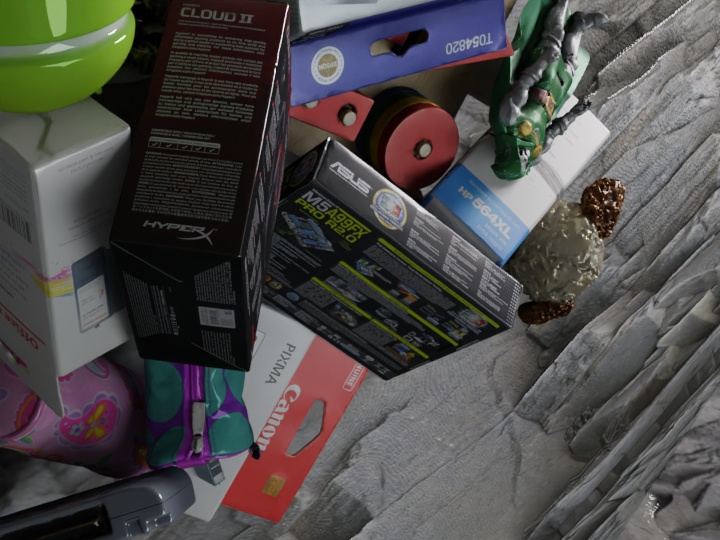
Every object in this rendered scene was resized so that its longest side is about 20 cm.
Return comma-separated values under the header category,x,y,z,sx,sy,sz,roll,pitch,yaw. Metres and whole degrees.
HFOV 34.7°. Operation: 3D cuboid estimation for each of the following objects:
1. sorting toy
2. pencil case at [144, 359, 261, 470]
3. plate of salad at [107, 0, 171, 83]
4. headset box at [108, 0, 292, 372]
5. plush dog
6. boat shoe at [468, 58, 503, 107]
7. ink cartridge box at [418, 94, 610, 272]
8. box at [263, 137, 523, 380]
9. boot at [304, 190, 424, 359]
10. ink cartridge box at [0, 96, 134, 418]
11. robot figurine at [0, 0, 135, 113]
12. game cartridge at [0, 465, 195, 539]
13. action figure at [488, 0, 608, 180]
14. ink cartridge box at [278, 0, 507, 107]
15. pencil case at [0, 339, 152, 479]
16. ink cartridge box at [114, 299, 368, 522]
category,x,y,z,sx,sy,sz,roll,pitch,yaw
sorting toy,0.023,-0.162,0.870,0.198,0.070,0.201,18,106,-39
pencil case,-0.122,0.043,0.845,0.085,0.092,0.201,-4,98,-10
plate of salad,-0.121,-0.202,0.702,0.200,0.048,0.201,-38,147,-30
headset box,-0.089,-0.061,0.710,0.149,0.075,0.201,96,1,-61
plush dog,0.175,-0.042,1.183,0.160,0.172,0.201,-5,125,-54
boat shoe,0.064,-0.206,0.961,0.073,0.063,0.200,-49,133,7
ink cartridge box,0.108,-0.058,0.991,0.200,0.084,0.146,-45,178,-36
box,0.000,0.000,0.896,0.160,0.200,0.044,-30,-147,47
boot,-0.026,-0.032,1.022,0.200,0.072,0.167,-44,140,-20
ink cartridge box,-0.195,-0.019,0.708,0.067,0.117,0.201,-30,143,-35
robot figurine,-0.173,-0.168,0.576,0.175,0.116,0.201,-21,131,-30
game cartridge,-0.223,0.186,0.826,0.199,0.042,0.133,-17,180,0
action figure,0.147,-0.148,0.925,0.118,0.055,0.201,50,53,-38
ink cartridge box,0.029,-0.222,0.767,0.199,0.041,0.201,-21,119,-27
pencil case,-0.210,0.105,0.858,0.088,0.087,0.200,-55,150,0
ink cartridge box,-0.092,0.125,1.001,0.176,0.045,0.201,25,100,-26
